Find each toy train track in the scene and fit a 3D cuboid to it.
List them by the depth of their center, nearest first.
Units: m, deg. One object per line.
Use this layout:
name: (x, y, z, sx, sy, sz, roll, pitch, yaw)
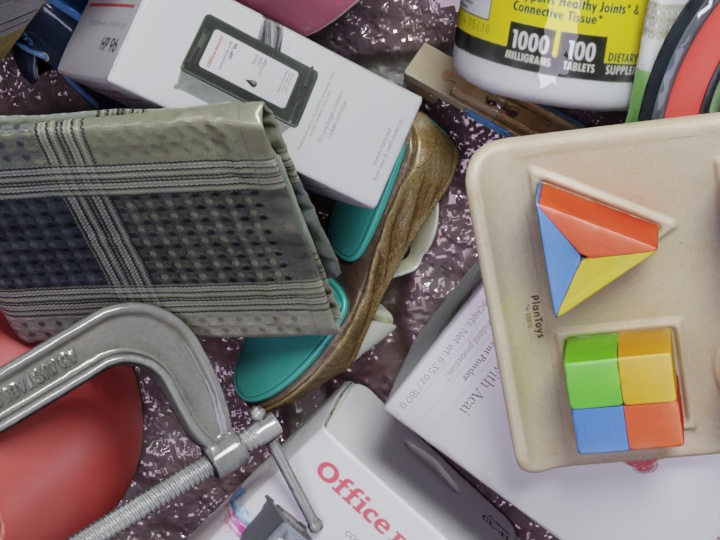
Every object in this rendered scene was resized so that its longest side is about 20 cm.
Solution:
toy train track: (0.115, -0.065, 1.035, 0.200, 0.033, 0.115, 30, 71, 10)

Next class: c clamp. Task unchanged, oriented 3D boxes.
c clamp: (-0.133, 0.111, 1.002, 0.200, 0.027, 0.171, -25, 105, -17)

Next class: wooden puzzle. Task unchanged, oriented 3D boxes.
wooden puzzle: (0.162, 0.016, 0.909, 0.200, 0.046, 0.185, -8, 114, 8)

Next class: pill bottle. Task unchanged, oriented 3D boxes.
pill bottle: (0.115, -0.191, 0.958, 0.112, 0.112, 0.200, 10, 108, 8)

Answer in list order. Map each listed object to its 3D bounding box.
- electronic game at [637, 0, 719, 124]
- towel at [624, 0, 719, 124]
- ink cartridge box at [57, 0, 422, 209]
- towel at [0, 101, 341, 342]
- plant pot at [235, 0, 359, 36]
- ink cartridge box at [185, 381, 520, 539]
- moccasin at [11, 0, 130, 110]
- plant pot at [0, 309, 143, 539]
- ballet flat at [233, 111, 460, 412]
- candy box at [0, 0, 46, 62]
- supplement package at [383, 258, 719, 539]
electronic game: (0.220, -0.083, 0.954, 0.200, 0.042, 0.200, -16, 121, -28)
towel: (0.201, -0.165, 0.951, 0.031, 0.149, 0.200, 33, 121, 48)
ink cartridge box: (-0.083, -0.106, 0.979, 0.200, 0.116, 0.068, 25, 87, -23)
towel: (-0.117, -0.025, 0.978, 0.200, 0.035, 0.193, -1, 143, 13)
plant pot: (-0.056, -0.224, 0.953, 0.200, 0.200, 0.179, -41, 111, 20)
ink cartridge box: (-0.026, 0.189, 1.121, 0.148, 0.086, 0.200, 42, 111, -3)
moccasin: (-0.172, -0.129, 1.055, 0.200, 0.080, 0.068, 42, 115, -2)
plant pot: (-0.244, 0.109, 1.091, 0.200, 0.177, 0.201, 3, 107, 10)
ballet flat: (0.000, 0.000, 1.067, 0.068, 0.072, 0.200, 42, 112, 43)
candy box: (-0.213, -0.168, 0.942, 0.055, 0.200, 0.116, -28, 90, -26)
supplement package: (0.134, 0.073, 1.033, 0.200, 0.120, 0.121, 36, 109, -2)
